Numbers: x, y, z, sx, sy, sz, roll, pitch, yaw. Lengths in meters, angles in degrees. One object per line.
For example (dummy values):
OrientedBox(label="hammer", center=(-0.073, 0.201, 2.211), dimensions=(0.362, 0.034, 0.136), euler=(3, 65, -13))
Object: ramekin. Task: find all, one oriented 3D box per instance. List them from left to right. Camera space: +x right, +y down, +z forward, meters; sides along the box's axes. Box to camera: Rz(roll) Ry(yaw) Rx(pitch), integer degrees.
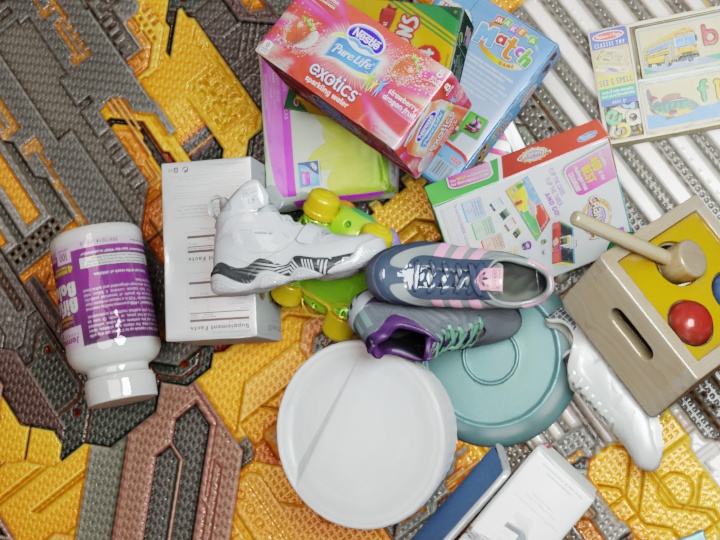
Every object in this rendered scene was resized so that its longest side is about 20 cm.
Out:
OrientedBox(label="ramekin", center=(0.015, 0.177, 1.578), dimensions=(0.200, 0.094, 0.205), euler=(-1, 88, 23))

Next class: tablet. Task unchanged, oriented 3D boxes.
OrientedBox(label="tablet", center=(0.090, 0.275, 1.544), dimensions=(0.014, 0.130, 0.200), euler=(40, 96, -3))

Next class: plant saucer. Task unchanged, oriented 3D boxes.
OrientedBox(label="plant saucer", center=(0.146, 0.096, 1.605), dimensions=(0.198, 0.027, 0.203), euler=(-1, 84, 13))

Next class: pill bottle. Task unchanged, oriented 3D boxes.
OrientedBox(label="pill bottle", center=(-0.292, 0.054, 1.669), dimensions=(0.111, 0.112, 0.202), euler=(-13, 80, 11))

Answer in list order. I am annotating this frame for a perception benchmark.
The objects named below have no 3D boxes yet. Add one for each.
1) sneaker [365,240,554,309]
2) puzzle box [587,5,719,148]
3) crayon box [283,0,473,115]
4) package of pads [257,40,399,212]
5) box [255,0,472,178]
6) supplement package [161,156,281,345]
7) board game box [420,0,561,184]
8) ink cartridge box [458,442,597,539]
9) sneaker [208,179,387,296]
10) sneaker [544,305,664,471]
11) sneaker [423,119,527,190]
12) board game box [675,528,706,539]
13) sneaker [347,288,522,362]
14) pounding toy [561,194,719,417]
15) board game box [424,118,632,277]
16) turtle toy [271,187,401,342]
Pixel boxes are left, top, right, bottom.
OrientedBox(label="sneaker", center=(0.106, 0.004, 1.479), dimensions=(0.198, 0.082, 0.071), euler=(0, 89, -19))
OrientedBox(label="puzzle box", center=(0.359, -0.218, 1.592), dimensions=(0.198, 0.025, 0.135), euler=(-10, 81, 12))
OrientedBox(label="crayon box", center=(0.012, -0.227, 1.561), dimensions=(0.198, 0.051, 0.128), euler=(9, 78, 21))
OrientedBox(label="package of pads", center=(-0.034, -0.176, 1.657), dimensions=(0.153, 0.068, 0.203), euler=(-6, 83, 12))
OrientedBox(label="box", center=(0.003, -0.197, 1.475), dimensions=(0.199, 0.095, 0.100), euler=(38, 88, 23))
OrientedBox(label="supplement package", center=(-0.157, -0.018, 1.645), dimensions=(0.108, 0.114, 0.203), euler=(-4, 84, 12))
OrientedBox(label="board game box", center=(0.101, -0.200, 1.573), dimensions=(0.151, 0.037, 0.201), euler=(37, 88, 21))
OrientedBox(label="ink cartridge box", center=(0.157, 0.285, 1.519), dimensions=(0.085, 0.146, 0.200), euler=(42, 94, 11))
OrientedBox(label="sneaker", center=(-0.073, -0.043, 1.533), dimensions=(0.198, 0.075, 0.116), euler=(-11, 84, 15))
OrientedBox(label="sneaker", center=(0.265, 0.125, 1.542), dimensions=(0.080, 0.077, 0.202), euler=(-16, 68, -7))
OrientedBox(label="sneaker", center=(0.119, -0.132, 1.613), dimensions=(0.120, 0.084, 0.202), euler=(-25, 80, 0))
OrientedBox(label="board game box", center=(0.330, 0.396, 1.517), dimensions=(0.150, 0.047, 0.202), euler=(-23, 79, 10))
OrientedBox(label="sneaker", center=(0.086, 0.071, 1.526), dimensions=(0.198, 0.088, 0.075), euler=(1, 124, -18))
OrientedBox(label="pounding toy", center=(0.309, 0.016, 1.475), dimensions=(0.183, 0.142, 0.201), euler=(-29, 75, -30))
OrientedBox(label="board game box", center=(0.184, -0.057, 1.543), dimensions=(0.198, 0.154, 0.040), euler=(-21, 37, 1))
OrientedBox(label="turtle toy", center=(0.000, 0.000, 1.608), dimensions=(0.199, 0.101, 0.147), euler=(33, 115, 19))
